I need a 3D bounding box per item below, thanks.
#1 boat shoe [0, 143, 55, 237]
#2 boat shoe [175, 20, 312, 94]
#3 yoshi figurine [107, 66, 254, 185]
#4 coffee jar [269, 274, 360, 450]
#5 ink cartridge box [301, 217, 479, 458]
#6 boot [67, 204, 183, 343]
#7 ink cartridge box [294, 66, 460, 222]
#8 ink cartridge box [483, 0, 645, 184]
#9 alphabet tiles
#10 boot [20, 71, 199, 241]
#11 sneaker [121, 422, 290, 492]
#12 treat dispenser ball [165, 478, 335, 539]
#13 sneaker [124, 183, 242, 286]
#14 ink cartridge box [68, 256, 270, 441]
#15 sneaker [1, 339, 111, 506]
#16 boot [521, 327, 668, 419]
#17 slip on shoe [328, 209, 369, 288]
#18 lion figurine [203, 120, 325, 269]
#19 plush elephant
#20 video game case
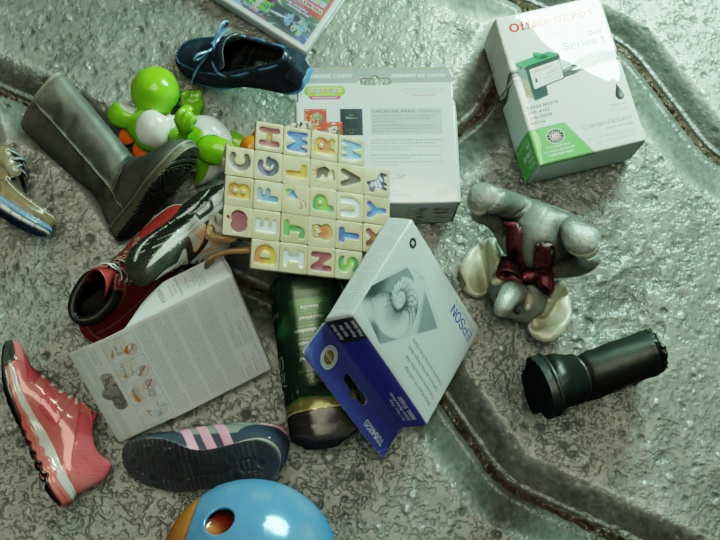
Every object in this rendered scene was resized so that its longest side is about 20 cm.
[{"bbox_3d":[-0.441,-0.117,1.458,0.199,0.072,0.073,35,76,5],"label":"boat shoe"},{"bbox_3d":[-0.149,-0.267,1.474,0.198,0.069,0.085,6,70,30],"label":"boat shoe"},{"bbox_3d":[-0.208,-0.187,1.477,0.198,0.113,0.113,19,60,4],"label":"yoshi figurine"},{"bbox_3d":[-0.053,0.106,1.409,0.084,0.104,0.202,-7,76,-9],"label":"coffee jar"},{"bbox_3d":[0.042,0.079,1.368,0.040,0.200,0.201,6,53,42],"label":"ink cartridge box"},{"bbox_3d":[-0.260,-0.008,1.405,0.072,0.144,0.201,34,75,8],"label":"boot"},{"bbox_3d":[0.018,-0.153,1.486,0.198,0.084,0.178,0,75,-3],"label":"ink cartridge box"},{"bbox_3d":[0.253,-0.227,1.517,0.145,0.084,0.202,-14,78,-7],"label":"ink cartridge box"},{"bbox_3d":[-0.058,-0.077,1.352,0.198,0.006,0.168,7,77,-22],"label":"alphabet tiles"},{"bbox_3d":[-0.303,-0.159,1.449,0.182,0.072,0.201,-41,76,26],"label":"boot"},{"bbox_3d":[-0.176,0.211,1.405,0.198,0.082,0.071,-1,106,15],"label":"sneaker"},{"bbox_3d":[-0.118,0.327,1.302,0.199,0.201,0.203,1,76,-3],"label":"treat dispenser ball"},{"bbox_3d":[-0.194,-0.028,1.395,0.200,0.073,0.081,-46,117,-50],"label":"sneaker"},{"bbox_3d":[-0.217,0.091,1.380,0.199,0.161,0.047,-25,43,-8],"label":"ink cartridge box"},{"bbox_3d":[-0.355,0.168,1.406,0.086,0.074,0.202,-23,82,-22],"label":"sneaker"},{"bbox_3d":[0.273,0.114,1.384,0.161,0.198,0.074,-17,81,-1],"label":"boot"},{"bbox_3d":[0.000,0.000,1.429,0.060,0.076,0.200,-38,117,9],"label":"slip on shoe"},{"bbox_3d":[-0.105,-0.082,1.375,0.121,0.073,0.202,13,69,-7],"label":"lion figurine"},{"bbox_3d":[0.195,-0.004,1.433,0.164,0.200,0.156,24,99,16],"label":"plush elephant"},{"bbox_3d":[-0.105,-0.401,1.571,0.199,0.023,0.183,33,77,4],"label":"video game case"}]
